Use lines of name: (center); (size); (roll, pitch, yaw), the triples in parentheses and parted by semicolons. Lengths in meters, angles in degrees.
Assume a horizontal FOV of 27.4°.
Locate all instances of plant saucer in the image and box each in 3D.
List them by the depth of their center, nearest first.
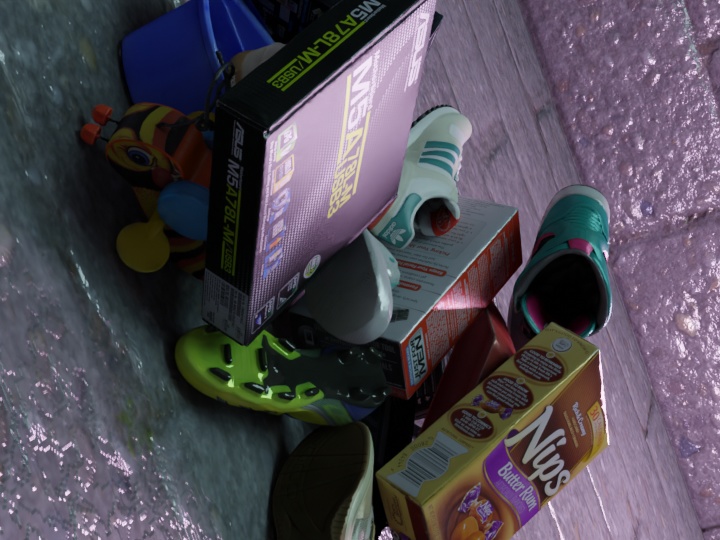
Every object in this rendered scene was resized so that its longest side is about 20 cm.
plant saucer: (0.087, 0.129, 1.267); (0.200, 0.037, 0.201); (-83, -167, -79)

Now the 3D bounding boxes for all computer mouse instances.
computer mouse: (0.005, 0.149, 1.236); (0.201, 0.052, 0.139); (-78, 157, -44)

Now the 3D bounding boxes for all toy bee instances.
toy bee: (-0.126, -0.074, 0.986); (0.131, 0.108, 0.201); (-55, 157, -53)

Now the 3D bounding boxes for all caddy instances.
caddy: (-0.091, -0.120, 1.107); (0.141, 0.104, 0.201); (-47, 117, -72)

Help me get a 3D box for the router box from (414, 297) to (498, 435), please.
router box: (0.089, 0.079, 1.503); (0.150, 0.062, 0.201); (33, 43, -49)

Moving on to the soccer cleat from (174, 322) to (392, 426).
soccer cleat: (-0.063, 0.083, 1.062); (0.200, 0.084, 0.065); (13, 55, -47)

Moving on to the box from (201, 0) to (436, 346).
box: (-0.028, -0.076, 0.977); (0.193, 0.047, 0.201); (-43, 156, -38)

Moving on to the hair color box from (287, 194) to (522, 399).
hair color box: (0.042, 0.013, 1.237); (0.200, 0.110, 0.064); (-44, 137, -41)

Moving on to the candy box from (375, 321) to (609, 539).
candy box: (0.108, 0.146, 1.151); (0.056, 0.200, 0.117); (29, -33, 38)

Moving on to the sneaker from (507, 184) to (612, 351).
sneaker: (0.167, 0.040, 1.265); (0.121, 0.083, 0.201); (-67, 168, -58)

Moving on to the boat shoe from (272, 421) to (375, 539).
boat shoe: (-0.023, 0.195, 1.070); (0.201, 0.072, 0.065); (-82, 156, -49)

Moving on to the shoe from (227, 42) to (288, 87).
shoe: (-0.026, -0.126, 1.058); (0.200, 0.053, 0.070); (-8, 87, -67)

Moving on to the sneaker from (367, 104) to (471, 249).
sneaker: (0.053, -0.073, 1.256); (0.093, 0.070, 0.200); (48, 35, 6)

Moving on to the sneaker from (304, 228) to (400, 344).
sneaker: (0.000, 0.000, 1.144); (0.088, 0.075, 0.200); (30, 15, -30)

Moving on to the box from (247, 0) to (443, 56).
box: (-0.025, -0.191, 1.163); (0.159, 0.046, 0.200); (34, -12, 2)
